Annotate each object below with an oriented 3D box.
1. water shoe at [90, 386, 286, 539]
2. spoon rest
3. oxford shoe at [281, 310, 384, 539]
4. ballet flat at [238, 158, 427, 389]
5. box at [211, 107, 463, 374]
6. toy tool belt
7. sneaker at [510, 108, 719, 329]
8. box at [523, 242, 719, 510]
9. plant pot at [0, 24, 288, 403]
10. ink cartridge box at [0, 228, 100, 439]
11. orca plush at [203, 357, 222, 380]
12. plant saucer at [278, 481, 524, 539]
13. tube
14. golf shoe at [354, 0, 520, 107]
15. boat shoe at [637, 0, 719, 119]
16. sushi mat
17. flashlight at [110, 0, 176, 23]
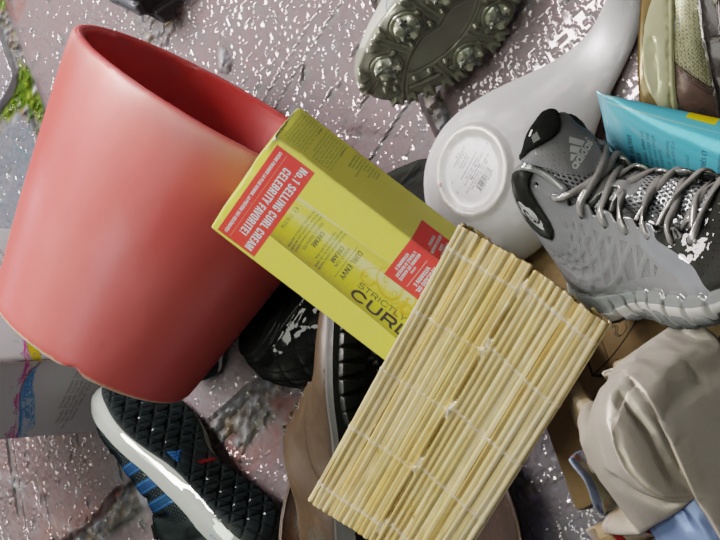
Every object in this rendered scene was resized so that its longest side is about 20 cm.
[{"bbox_3d":[-0.130,0.152,1.185,0.200,0.071,0.080,42,123,40],"label":"water shoe"},{"bbox_3d":[0.103,-0.092,0.989,0.099,0.060,0.201,47,119,31],"label":"spoon rest"},{"bbox_3d":[-0.016,0.083,1.042,0.084,0.072,0.202,3,90,45],"label":"oxford shoe"},{"bbox_3d":[0.000,0.000,1.099,0.200,0.057,0.067,-43,38,26],"label":"ballet flat"},{"bbox_3d":[0.020,0.002,0.967,0.199,0.050,0.075,38,118,-3],"label":"box"},{"bbox_3d":[0.177,0.132,0.882,0.201,0.124,0.123,59,158,6],"label":"toy tool belt"},{"bbox_3d":[0.132,-0.033,0.853,0.116,0.075,0.200,48,157,-12],"label":"sneaker"},{"bbox_3d":[0.169,0.018,0.950,0.199,0.021,0.165,-33,67,37],"label":"box"},{"bbox_3d":[-0.129,-0.029,1.093,0.200,0.200,0.178,38,104,37],"label":"plant pot"},{"bbox_3d":[-0.276,0.044,1.237,0.148,0.199,0.086,50,120,32],"label":"ink cartridge box"},{"bbox_3d":[-0.139,-0.026,1.201,0.105,0.071,0.202,1,88,42],"label":"orca plush"},{"bbox_3d":[0.029,0.176,1.064,0.199,0.032,0.203,-3,85,42],"label":"plant saucer"},{"bbox_3d":[0.211,-0.042,0.861,0.198,0.051,0.078,15,139,28],"label":"tube"},{"bbox_3d":[0.058,-0.193,1.043,0.200,0.078,0.098,-52,39,21],"label":"golf shoe"},{"bbox_3d":[0.184,-0.166,0.920,0.064,0.073,0.202,2,80,16],"label":"boat shoe"},{"bbox_3d":[0.050,0.078,0.944,0.095,0.012,0.201,36,117,16],"label":"sushi mat"},{"bbox_3d":[-0.208,-0.248,1.280,0.199,0.067,0.069,31,106,40],"label":"flashlight"}]
